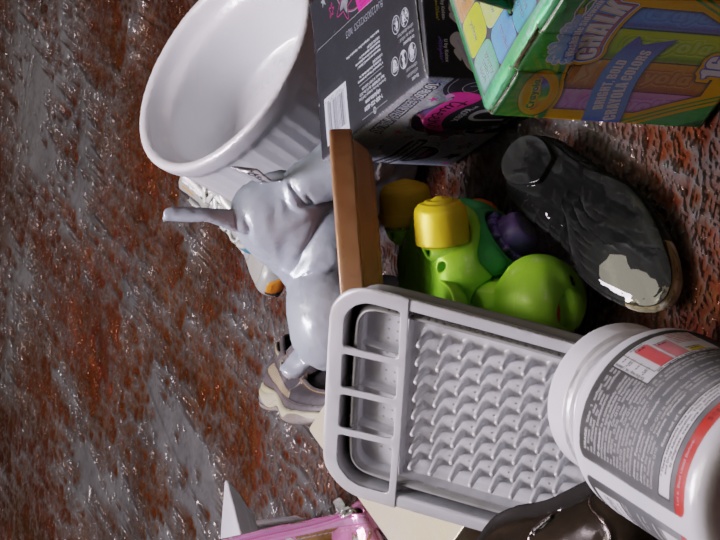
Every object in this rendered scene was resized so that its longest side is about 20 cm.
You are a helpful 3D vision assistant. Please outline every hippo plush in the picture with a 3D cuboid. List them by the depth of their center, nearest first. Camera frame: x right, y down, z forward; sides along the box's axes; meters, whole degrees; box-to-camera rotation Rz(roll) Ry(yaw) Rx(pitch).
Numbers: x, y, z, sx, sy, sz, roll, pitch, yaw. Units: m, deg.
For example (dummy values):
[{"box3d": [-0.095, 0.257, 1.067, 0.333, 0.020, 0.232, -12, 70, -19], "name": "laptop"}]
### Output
[{"box3d": [-0.014, -0.012, 1.782, 0.159, 0.200, 0.162, -30, 78, 25], "name": "hippo plush"}]

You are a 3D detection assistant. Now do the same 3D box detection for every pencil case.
[{"box3d": [-0.073, 0.231, 1.744, 0.083, 0.198, 0.087, 75, -178, -82], "name": "pencil case"}]

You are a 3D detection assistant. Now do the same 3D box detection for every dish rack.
[{"box3d": [0.075, 0.092, 1.518, 0.044, 0.198, 0.173, -52, -28, -52], "name": "dish rack"}]

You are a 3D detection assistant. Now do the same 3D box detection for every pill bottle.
[{"box3d": [0.191, 0.098, 1.310, 0.200, 0.115, 0.117, -149, 64, -64], "name": "pill bottle"}]

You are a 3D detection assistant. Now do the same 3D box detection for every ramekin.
[{"box3d": [-0.083, -0.149, 1.919, 0.200, 0.097, 0.202, -29, 43, 32], "name": "ramekin"}]

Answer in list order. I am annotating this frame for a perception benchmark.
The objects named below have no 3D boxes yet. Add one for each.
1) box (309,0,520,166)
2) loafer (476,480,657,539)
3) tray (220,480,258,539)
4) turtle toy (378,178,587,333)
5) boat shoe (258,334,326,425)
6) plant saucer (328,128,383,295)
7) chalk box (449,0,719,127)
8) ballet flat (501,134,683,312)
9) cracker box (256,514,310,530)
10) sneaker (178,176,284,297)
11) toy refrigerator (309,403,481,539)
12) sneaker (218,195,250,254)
[{"box3d": [0.054, -0.163, 1.662, 0.200, 0.114, 0.133, 146, 122, -64], "name": "box"}, {"box3d": [0.125, 0.188, 1.472, 0.200, 0.073, 0.072, -43, 19, 52], "name": "loafer"}, {"box3d": [-0.082, 0.275, 1.844, 0.108, 0.022, 0.201, 99, 160, -45], "name": "tray"}, {"box3d": [0.084, 0.014, 1.581, 0.200, 0.100, 0.147, -150, 54, -68], "name": "turtle toy"}, {"box3d": [-0.036, 0.087, 1.905, 0.200, 0.074, 0.074, -171, 83, -66], "name": "boat shoe"}, {"box3d": [0.000, 0.000, 1.629, 0.200, 0.032, 0.202, 176, 90, -89], "name": "plant saucer"}, {"box3d": [0.129, -0.172, 1.371, 0.124, 0.198, 0.125, 121, 144, -49], "name": "chalk box"}, {"box3d": [0.158, -0.032, 1.506, 0.067, 0.057, 0.200, -52, 38, 10], "name": "ballet flat"}, {"box3d": [-0.052, 0.277, 1.887, 0.200, 0.057, 0.135, 170, 94, -78], "name": "cracker box"}, {"box3d": [-0.117, -0.057, 2.084, 0.076, 0.091, 0.201, 114, 148, -43], "name": "sneaker"}, {"box3d": [0.043, 0.157, 1.661, 0.070, 0.076, 0.200, -56, 38, 12], "name": "toy refrigerator"}, {"box3d": [-0.085, -0.096, 2.029, 0.077, 0.080, 0.201, 113, 150, -44], "name": "sneaker"}]
